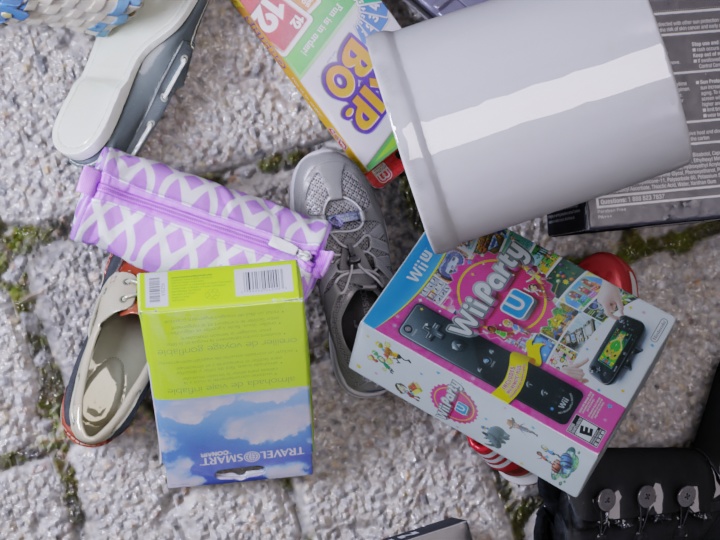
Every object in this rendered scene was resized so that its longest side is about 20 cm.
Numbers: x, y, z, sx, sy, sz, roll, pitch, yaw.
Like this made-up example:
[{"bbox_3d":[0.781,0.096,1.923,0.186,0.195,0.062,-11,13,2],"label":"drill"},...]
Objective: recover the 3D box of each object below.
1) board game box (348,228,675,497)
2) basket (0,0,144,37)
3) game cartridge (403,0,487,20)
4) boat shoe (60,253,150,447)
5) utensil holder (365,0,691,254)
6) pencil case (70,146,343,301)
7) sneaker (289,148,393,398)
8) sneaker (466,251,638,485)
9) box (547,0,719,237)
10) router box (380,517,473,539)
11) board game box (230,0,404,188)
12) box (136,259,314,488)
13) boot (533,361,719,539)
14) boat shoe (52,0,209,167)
[{"bbox_3d":[0.114,0.055,1.642,0.200,0.064,0.148,28,54,10],"label":"board game box"},{"bbox_3d":[-0.254,-0.271,1.634,0.200,0.139,0.177,12,74,-19],"label":"basket"},{"bbox_3d":[0.059,-0.272,1.708,0.130,0.038,0.200,-42,68,-13],"label":"game cartridge"},{"bbox_3d":[-0.177,0.042,1.680,0.071,0.063,0.200,24,82,-8],"label":"boat shoe"},{"bbox_3d":[0.123,-0.120,1.592,0.200,0.170,0.170,-17,91,3],"label":"utensil holder"},{"bbox_3d":[-0.118,-0.028,1.641,0.200,0.085,0.084,17,87,-7],"label":"pencil case"},{"bbox_3d":[0.000,0.000,1.708,0.075,0.082,0.200,-16,91,-12],"label":"sneaker"},{"bbox_3d":[0.148,0.066,1.712,0.078,0.116,0.200,18,81,31],"label":"sneaker"},{"bbox_3d":[0.249,-0.135,1.745,0.200,0.123,0.199,-5,90,-11],"label":"box"},{"bbox_3d":[0.009,0.298,1.712,0.200,0.052,0.157,-16,90,-12],"label":"router box"},{"bbox_3d":[-0.009,-0.170,1.744,0.096,0.030,0.200,-38,98,-11],"label":"board game box"},{"bbox_3d":[-0.098,0.080,1.646,0.122,0.200,0.048,-5,46,-3],"label":"box"},{"bbox_3d":[0.235,0.147,1.746,0.200,0.066,0.165,-2,89,-20],"label":"boot"},{"bbox_3d":[-0.167,-0.161,1.702,0.200,0.073,0.062,-61,141,-14],"label":"boat shoe"}]
